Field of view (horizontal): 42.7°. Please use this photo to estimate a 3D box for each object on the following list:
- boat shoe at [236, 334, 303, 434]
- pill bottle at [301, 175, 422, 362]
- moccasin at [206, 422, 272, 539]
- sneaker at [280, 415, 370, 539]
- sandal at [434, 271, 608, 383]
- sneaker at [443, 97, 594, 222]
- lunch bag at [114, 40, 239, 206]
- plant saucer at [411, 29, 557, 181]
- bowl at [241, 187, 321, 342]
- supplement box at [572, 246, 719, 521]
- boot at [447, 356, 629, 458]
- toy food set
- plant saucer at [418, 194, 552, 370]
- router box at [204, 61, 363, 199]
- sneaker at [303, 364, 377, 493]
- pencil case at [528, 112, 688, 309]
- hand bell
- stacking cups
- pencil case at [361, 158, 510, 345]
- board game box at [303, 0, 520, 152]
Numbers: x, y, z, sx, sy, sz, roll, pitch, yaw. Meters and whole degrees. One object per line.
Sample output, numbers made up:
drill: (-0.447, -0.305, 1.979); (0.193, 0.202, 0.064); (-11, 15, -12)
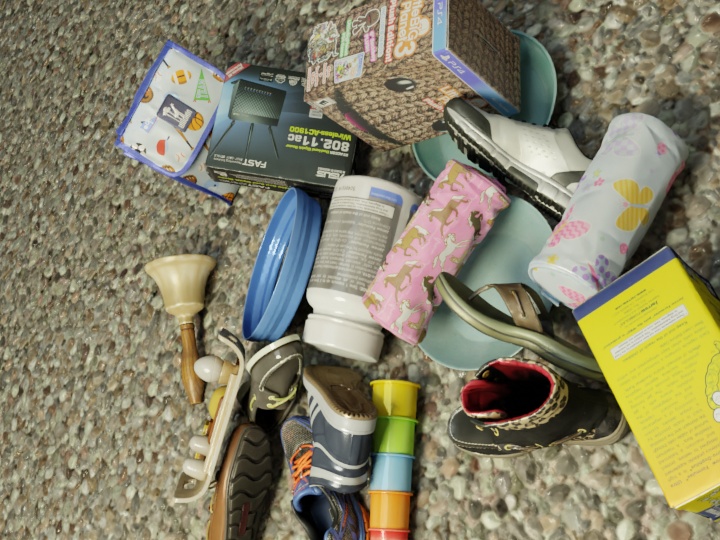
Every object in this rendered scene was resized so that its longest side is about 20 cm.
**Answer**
boat shoe: (-0.102, 0.140, 1.113); (0.061, 0.071, 0.202); (63, 154, 19)
pill bottle: (0.000, 0.000, 1.096); (0.113, 0.113, 0.203); (6, 77, 41)
moccasin: (-0.155, 0.287, 1.137); (0.077, 0.073, 0.205); (14, 102, 50)
sneaker: (-0.048, 0.248, 1.063); (0.075, 0.078, 0.201); (-44, 51, 17)
sandal: (0.167, 0.046, 0.914); (0.199, 0.080, 0.058); (26, 101, 17)
sneaker: (0.178, -0.130, 0.994); (0.199, 0.074, 0.080); (36, 86, 6)
lunch bag: (-0.236, -0.210, 1.319); (0.123, 0.199, 0.171); (32, 93, 43)
plant saucer: (0.150, -0.187, 1.095); (0.198, 0.036, 0.203); (-16, 63, 34)
bowl: (-0.100, -0.004, 1.172); (0.200, 0.039, 0.203); (-161, 89, -75)
supplement box: (0.293, 0.101, 0.814); (0.109, 0.108, 0.202); (-37, 54, 24)
boot: (0.143, 0.136, 0.896); (0.198, 0.150, 0.074); (-8, 68, 37)
toy food set: (-0.192, 0.175, 1.145); (0.143, 0.060, 0.203); (176, 111, -83)
plant saucer: (0.138, 0.015, 1.025); (0.199, 0.038, 0.204); (-16, 64, 35)
router box: (-0.094, -0.182, 1.215); (0.197, 0.062, 0.152); (9, 77, 6)
sneaker: (-0.031, 0.181, 1.055); (0.200, 0.069, 0.110); (-136, 52, -73)
pencil case: (0.242, -0.058, 0.907); (0.201, 0.083, 0.091); (-58, 16, -15)
hand bell: (-0.244, 0.088, 1.303); (0.103, 0.104, 0.203); (-17, 75, 34)
stacking cups: (0.033, 0.226, 1.024); (0.060, 0.060, 0.203); (-7, 73, 38)
pencil case: (0.082, -0.022, 0.998); (0.082, 0.086, 0.202); (33, 95, 11)
board game box: (0.060, -0.230, 1.057); (0.198, 0.159, 0.098); (-12, 66, 37)
